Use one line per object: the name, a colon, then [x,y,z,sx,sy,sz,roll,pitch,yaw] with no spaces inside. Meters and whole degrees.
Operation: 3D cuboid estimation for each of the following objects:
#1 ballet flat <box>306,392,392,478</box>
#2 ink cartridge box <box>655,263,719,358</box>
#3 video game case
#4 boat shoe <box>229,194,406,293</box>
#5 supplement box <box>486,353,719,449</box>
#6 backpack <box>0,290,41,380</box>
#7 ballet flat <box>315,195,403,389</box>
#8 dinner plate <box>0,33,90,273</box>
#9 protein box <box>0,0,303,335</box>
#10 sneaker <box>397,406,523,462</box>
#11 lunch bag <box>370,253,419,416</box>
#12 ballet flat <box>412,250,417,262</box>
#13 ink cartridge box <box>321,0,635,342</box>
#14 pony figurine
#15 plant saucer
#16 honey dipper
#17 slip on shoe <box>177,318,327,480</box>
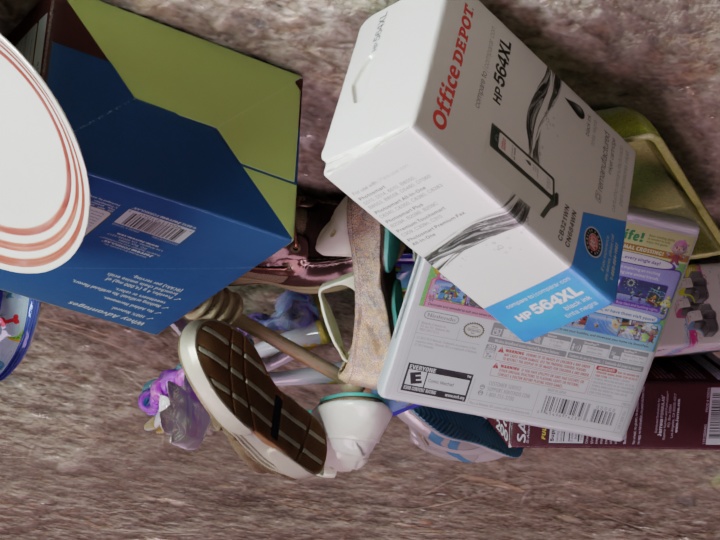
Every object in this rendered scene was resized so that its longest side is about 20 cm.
ballet flat: [-0.018,0.148,1.698,0.069,0.069,0.200,9,168,-14]
ink cartridge box: [0.223,0.036,1.559,0.200,0.068,0.115,-2,172,-27]
video game case: [0.131,0.028,1.440,0.200,0.022,0.182,12,110,-15]
boat shoe: [-0.065,-0.028,1.538,0.200,0.072,0.072,0,156,20]
supplement box: [0.209,0.106,1.609,0.200,0.061,0.109,2,-168,-9]
backpack: [-0.326,0.018,1.502,0.147,0.200,0.183,14,151,-22]
ballet flat: [0.000,0.000,1.481,0.067,0.200,0.068,1,-163,10]
dinner plate: [-0.244,-0.088,1.233,0.200,0.024,0.200,24,136,25]
protein box: [-0.177,-0.070,1.380,0.199,0.135,0.200,18,150,-28]
sneaker: [0.073,0.140,1.863,0.081,0.077,0.200,-14,148,35]
lunch bag: [0.100,0.044,1.664,0.200,0.094,0.151,-8,151,2]
ballet flat: [0.100,0.014,1.480,0.072,0.072,0.200,-18,120,36]
ink cartridge box: [0.083,-0.073,1.284,0.084,0.146,0.200,-25,128,38]
pony figurine: [-0.121,0.081,1.698,0.200,0.167,0.193,-19,153,6]
plant saucer: [0.157,-0.060,1.471,0.200,0.048,0.200,-9,152,23]
honey dipper: [-0.068,0.057,1.606,0.038,0.038,0.200,-21,142,40]
slip on shoe: [-0.099,0.109,1.581,0.061,0.076,0.200,-9,146,29]
